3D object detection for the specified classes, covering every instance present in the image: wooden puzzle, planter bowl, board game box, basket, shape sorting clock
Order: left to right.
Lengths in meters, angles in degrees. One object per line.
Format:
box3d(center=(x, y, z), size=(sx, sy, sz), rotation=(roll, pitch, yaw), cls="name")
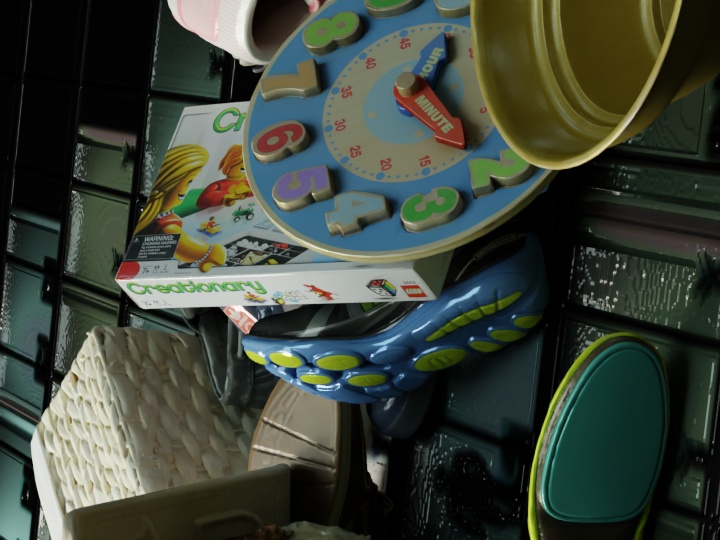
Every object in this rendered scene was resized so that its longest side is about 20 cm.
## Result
box3d(center=(-0.110, 0.210, 1.316), size=(0.046, 0.200, 0.185), rotation=(6, 99, 35), cls="wooden puzzle")
box3d(center=(-0.123, 0.144, 1.549), size=(0.123, 0.136, 0.200), rotation=(-62, 34, 32), cls="basket")
box3d(center=(-0.031, -0.040, 1.312), size=(0.200, 0.035, 0.126), rotation=(-2, 54, 32), cls="board game box")
box3d(center=(0.029, -0.091, 1.257), size=(0.039, 0.200, 0.200), rotation=(64, -174, -51), cls="shape sorting clock")
box3d(center=(0.136, -0.144, 1.126), size=(0.200, 0.083, 0.200), rotation=(-20, 68, 62), cls="planter bowl")

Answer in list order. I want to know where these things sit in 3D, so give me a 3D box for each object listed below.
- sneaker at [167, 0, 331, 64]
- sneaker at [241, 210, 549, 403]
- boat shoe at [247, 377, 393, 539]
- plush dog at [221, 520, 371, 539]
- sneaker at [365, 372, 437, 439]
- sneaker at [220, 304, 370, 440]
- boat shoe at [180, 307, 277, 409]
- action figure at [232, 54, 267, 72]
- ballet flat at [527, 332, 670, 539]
box3d(center=(-0.036, -0.211, 1.353), size=(0.105, 0.075, 0.200), rotation=(44, 113, 48), cls="sneaker")
box3d(center=(0.021, 0.018, 1.316), size=(0.200, 0.071, 0.083), rotation=(-22, 48, 32), cls="sneaker")
box3d(center=(-0.019, 0.149, 1.413), size=(0.072, 0.072, 0.200), rotation=(9, 102, 40), cls="boat shoe")
box3d(center=(0.002, 0.199, 1.290), size=(0.160, 0.200, 0.172), rotation=(-50, 41, -2), cls="plush dog")
box3d(center=(0.000, 0.000, 1.384), size=(0.070, 0.082, 0.200), rotation=(-23, 66, 62), cls="sneaker")
box3d(center=(-0.049, 0.040, 1.476), size=(0.075, 0.084, 0.200), rotation=(-48, 45, 51), cls="sneaker")
box3d(center=(-0.087, 0.014, 1.573), size=(0.200, 0.071, 0.072), rotation=(-114, 38, -46), cls="boat shoe")
box3d(center=(-0.037, -0.185, 1.470), size=(0.200, 0.102, 0.119), rotation=(-26, 64, 57), cls="action figure")
box3d(center=(0.110, 0.126, 1.168), size=(0.067, 0.067, 0.200), rotation=(-150, 65, -76), cls="ballet flat")
